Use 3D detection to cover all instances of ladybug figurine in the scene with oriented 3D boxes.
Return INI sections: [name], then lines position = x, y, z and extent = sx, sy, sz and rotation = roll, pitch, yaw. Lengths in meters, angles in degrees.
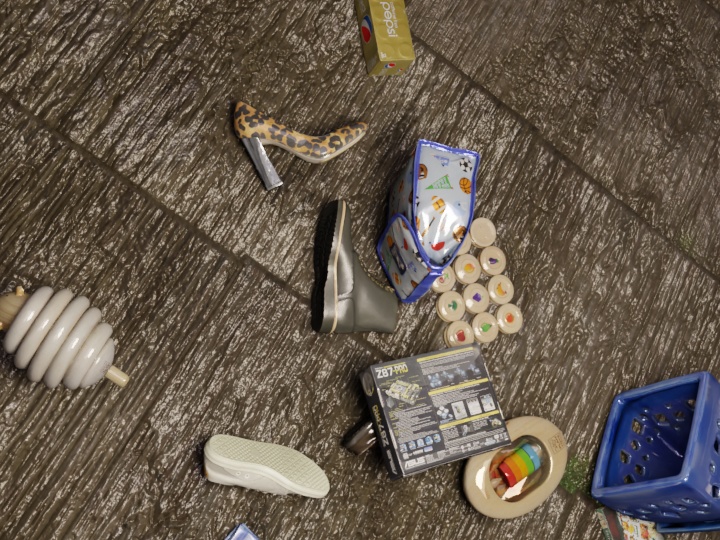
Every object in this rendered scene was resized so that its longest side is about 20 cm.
[ladybug figurine]
position = 0.239, 0.307, 1.282
extent = 0.197, 0.072, 0.138
rotation = -24, 87, -22

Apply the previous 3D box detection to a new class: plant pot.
[plant pot]
position = 0.516, 0.307, 1.307
extent = 0.179, 0.199, 0.202
rotation = 36, 56, -16

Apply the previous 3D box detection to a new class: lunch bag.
[lunch bag]
position = 0.098, -0.067, 1.245
extent = 0.121, 0.170, 0.204
rotation = 10, 70, -9

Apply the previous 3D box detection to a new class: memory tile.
[memory tile]
position = 0.184, 0.022, 1.352
extent = 0.151, 0.017, 0.204
rotation = -15, 84, -22

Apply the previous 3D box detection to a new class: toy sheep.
[toy sheep]
position = -0.390, 0.092, 1.069
extent = 0.198, 0.138, 0.140
rotation = 29, 71, -12

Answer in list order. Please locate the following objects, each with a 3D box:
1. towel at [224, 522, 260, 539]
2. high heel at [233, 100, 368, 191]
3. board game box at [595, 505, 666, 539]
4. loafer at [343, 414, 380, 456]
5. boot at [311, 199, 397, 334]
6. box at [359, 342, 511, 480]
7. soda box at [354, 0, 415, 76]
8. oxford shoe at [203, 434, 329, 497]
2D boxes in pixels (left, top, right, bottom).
[towel]
position = -0.183, 0.473, 1.124
extent = 0.147, 0.024, 0.200
rotation = 46, 68, -7
[high heel]
position = -0.094, -0.231, 1.272
extent = 0.198, 0.071, 0.144
rotation = -28, 95, -14
[board game box]
position = 0.469, 0.476, 1.357
extent = 0.103, 0.023, 0.204
rotation = -16, 84, -24
[loafer]
position = 0.067, 0.234, 1.235
extent = 0.198, 0.073, 0.072
rotation = -25, 86, -22
[boot]
position = 0.000, 0.000, 1.268
extent = 0.136, 0.077, 0.204
rotation = 7, 88, -23
[box]
position = 0.111, 0.203, 1.199
extent = 0.197, 0.049, 0.164
rotation = -9, 73, -29
[soda box]
position = 0.034, -0.433, 1.367
extent = 0.066, 0.064, 0.204
rotation = -7, 82, -21
[oxford shoe]
position = -0.137, 0.288, 1.164
extent = 0.197, 0.076, 0.058
rotation = 21, 114, -23
